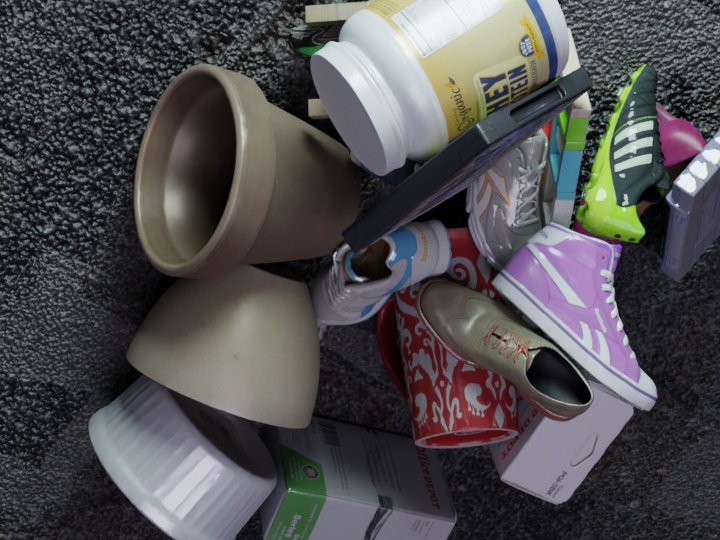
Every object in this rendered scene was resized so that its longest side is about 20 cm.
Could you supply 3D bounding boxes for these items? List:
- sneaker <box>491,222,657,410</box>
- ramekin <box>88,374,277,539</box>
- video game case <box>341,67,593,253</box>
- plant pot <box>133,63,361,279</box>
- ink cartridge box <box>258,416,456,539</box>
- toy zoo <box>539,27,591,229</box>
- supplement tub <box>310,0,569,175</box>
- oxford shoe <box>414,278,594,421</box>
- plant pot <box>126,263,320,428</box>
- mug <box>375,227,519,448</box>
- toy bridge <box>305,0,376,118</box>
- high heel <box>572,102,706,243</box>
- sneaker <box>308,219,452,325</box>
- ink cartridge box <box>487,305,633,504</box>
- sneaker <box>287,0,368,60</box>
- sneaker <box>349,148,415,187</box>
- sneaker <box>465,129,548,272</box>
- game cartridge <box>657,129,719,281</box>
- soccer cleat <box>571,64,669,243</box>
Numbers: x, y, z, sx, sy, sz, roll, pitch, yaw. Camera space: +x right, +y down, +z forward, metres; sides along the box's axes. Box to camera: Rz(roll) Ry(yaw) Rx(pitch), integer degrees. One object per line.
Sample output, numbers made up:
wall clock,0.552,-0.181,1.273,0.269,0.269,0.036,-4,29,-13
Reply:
sneaker,0.235,0.038,1.508,0.200,0.073,0.114,43,90,-8
ramekin,-0.179,0.190,1.633,0.098,0.201,0.200,-45,118,7
video game case,0.097,-0.099,1.413,0.200,0.180,0.026,-38,85,44
plant pot,-0.100,-0.082,1.508,0.173,0.201,0.201,10,120,-38
ink cartridge box,-0.009,0.242,1.721,0.198,0.147,0.085,15,118,-18
toy zoo,0.194,-0.118,1.541,0.020,0.132,0.201,0,134,-4
supplement tub,0.069,-0.187,1.378,0.199,0.144,0.145,-33,122,-12
oxford shoe,0.143,0.069,1.495,0.199,0.075,0.071,33,77,-3
plant pot,-0.122,0.057,1.581,0.198,0.200,0.136,19,95,-20
mug,0.096,0.078,1.609,0.132,0.203,0.178,-3,164,-10
toy bridge,-0.017,-0.236,1.443,0.066,0.027,0.203,-2,90,10
high heel,0.286,-0.069,1.619,0.067,0.096,0.202,4,120,-31
sneaker,0.000,0.000,1.553,0.080,0.077,0.199,-3,160,-39
ink cartridge box,0.194,0.123,1.657,0.082,0.201,0.148,24,113,-22
sneaker,0.021,-0.255,1.488,0.198,0.078,0.086,-22,106,1
sneaker,0.082,-0.157,1.512,0.090,0.078,0.200,42,88,7
sneaker,0.150,-0.091,1.534,0.075,0.092,0.202,-16,89,-39
game cartridge,0.353,-0.078,1.584,0.129,0.038,0.200,-42,157,-13
soccer cleat,0.272,-0.114,1.552,0.080,0.202,0.068,22,153,1
